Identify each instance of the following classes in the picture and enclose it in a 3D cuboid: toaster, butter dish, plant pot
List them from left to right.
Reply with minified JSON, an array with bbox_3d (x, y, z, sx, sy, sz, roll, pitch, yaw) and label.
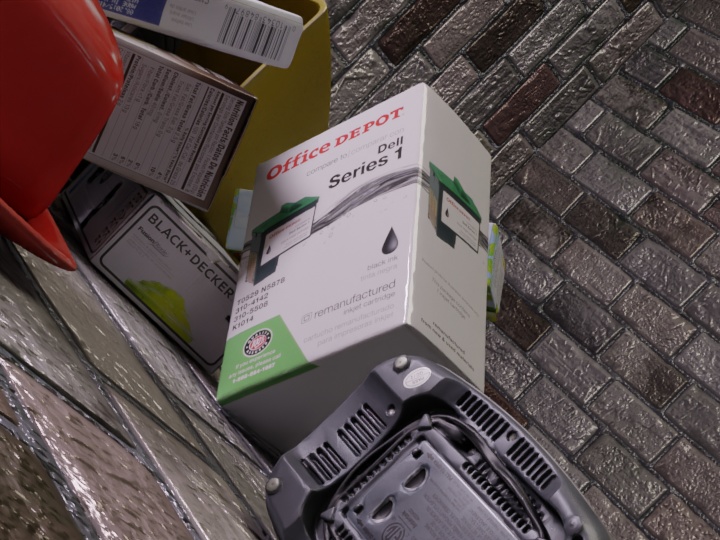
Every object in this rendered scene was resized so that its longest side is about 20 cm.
[{"bbox_3d":[-0.180,-0.128,0.704,0.200,0.148,0.199,46,-2,-32],"label":"butter dish"},{"bbox_3d":[-0.139,-0.120,1.265,0.199,0.200,0.177,23,-32,33],"label":"plant pot"},{"bbox_3d":[0.056,0.137,0.647,0.200,0.114,0.129,42,-6,49],"label":"toaster"}]

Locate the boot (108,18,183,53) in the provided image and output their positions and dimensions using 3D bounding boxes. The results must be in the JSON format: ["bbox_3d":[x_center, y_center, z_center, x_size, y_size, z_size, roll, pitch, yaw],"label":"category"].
[{"bbox_3d":[-0.230,-0.191,1.154,0.150,0.200,0.073,39,-21,15],"label":"boot"}]

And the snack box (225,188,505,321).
[{"bbox_3d":[0.009,-0.010,1.173,0.198,0.053,0.142,8,-12,10],"label":"snack box"}]

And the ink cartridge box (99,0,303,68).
[{"bbox_3d":[-0.171,-0.198,1.015,0.199,0.041,0.200,10,15,-45],"label":"ink cartridge box"}]

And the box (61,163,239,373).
[{"bbox_3d":[-0.139,-0.016,1.048,0.117,0.060,0.200,46,-2,-23],"label":"box"}]

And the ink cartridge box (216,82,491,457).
[{"bbox_3d":[0.000,0.000,0.941,0.084,0.145,0.201,43,36,-36],"label":"ink cartridge box"}]

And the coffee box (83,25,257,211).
[{"bbox_3d":[-0.176,-0.117,0.944,0.199,0.080,0.114,23,7,-18],"label":"coffee box"}]
